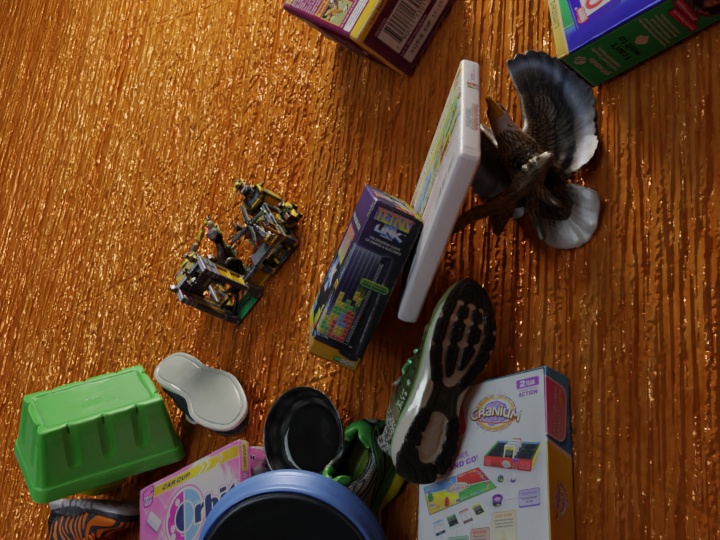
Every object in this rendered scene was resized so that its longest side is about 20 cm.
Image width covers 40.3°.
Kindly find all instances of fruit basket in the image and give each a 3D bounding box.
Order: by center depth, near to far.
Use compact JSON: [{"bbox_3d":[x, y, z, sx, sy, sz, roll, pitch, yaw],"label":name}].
[{"bbox_3d":[-0.348,0.244,1.302,0.216,0.215,0.155,-57,40,7],"label":"fruit basket"}]

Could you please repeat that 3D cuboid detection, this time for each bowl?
[{"bbox_3d":[-0.068,0.297,0.958,0.201,0.200,0.039,-54,-2,11],"label":"bowl"}]

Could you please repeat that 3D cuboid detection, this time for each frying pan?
[{"bbox_3d":[-0.048,0.220,1.087,0.115,0.031,0.191,-36,63,26],"label":"frying pan"}]

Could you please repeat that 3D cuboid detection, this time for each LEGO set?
[{"bbox_3d":[-0.182,-0.033,1.295,0.200,0.116,0.154,-45,44,21],"label":"LEGO set"}]

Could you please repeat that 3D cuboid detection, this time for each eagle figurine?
[{"bbox_3d":[0.164,-0.123,0.994,0.151,0.152,0.200,2,29,7],"label":"eagle figurine"}]

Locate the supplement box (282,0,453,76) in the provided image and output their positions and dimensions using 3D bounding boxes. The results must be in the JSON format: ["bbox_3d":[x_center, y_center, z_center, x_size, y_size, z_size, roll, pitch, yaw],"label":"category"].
[{"bbox_3d":[0.010,-0.351,1.270,0.131,0.103,0.200,-58,41,7],"label":"supplement box"}]

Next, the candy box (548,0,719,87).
[{"bbox_3d":[0.285,-0.304,0.973,0.200,0.077,0.170,-28,52,36],"label":"candy box"}]

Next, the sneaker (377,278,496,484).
[{"bbox_3d":[0.061,0.098,0.945,0.088,0.077,0.201,9,74,57],"label":"sneaker"}]

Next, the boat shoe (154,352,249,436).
[{"bbox_3d":[-0.192,0.164,1.251,0.076,0.060,0.200,-40,36,-15],"label":"boat shoe"}]

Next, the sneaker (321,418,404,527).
[{"bbox_3d":[-0.020,0.242,1.003,0.078,0.085,0.201,15,83,49],"label":"sneaker"}]

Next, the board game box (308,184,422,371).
[{"bbox_3d":[0.000,0.000,1.043,0.200,0.056,0.166,-107,40,-81],"label":"board game box"}]

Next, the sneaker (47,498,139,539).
[{"bbox_3d":[-0.361,0.366,1.321,0.200,0.077,0.113,-16,66,48],"label":"sneaker"}]

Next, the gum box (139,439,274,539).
[{"bbox_3d":[-0.176,0.288,1.158,0.200,0.066,0.114,-31,52,32],"label":"gum box"}]

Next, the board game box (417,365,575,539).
[{"bbox_3d":[0.122,0.202,0.907,0.153,0.040,0.201,-19,57,40],"label":"board game box"}]

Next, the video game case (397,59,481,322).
[{"bbox_3d":[0.078,-0.079,0.969,0.182,0.023,0.201,-82,8,-51],"label":"video game case"}]
